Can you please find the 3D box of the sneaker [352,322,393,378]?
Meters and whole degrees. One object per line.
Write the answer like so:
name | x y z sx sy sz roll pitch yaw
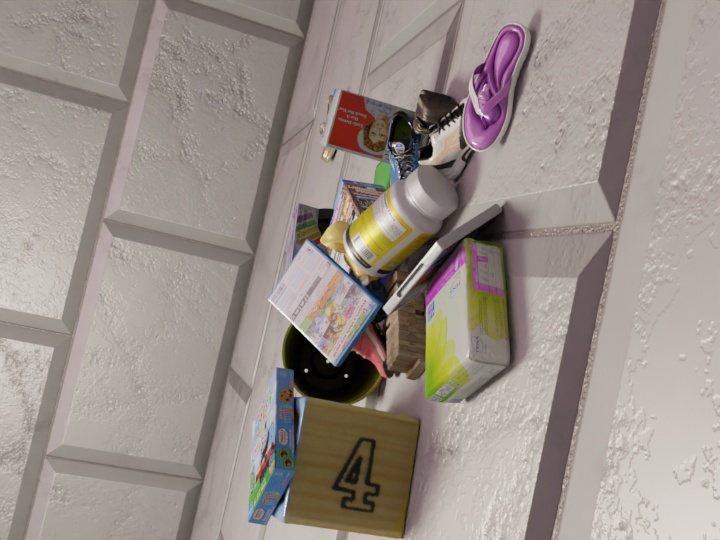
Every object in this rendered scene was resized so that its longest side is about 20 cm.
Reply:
sneaker | -0.009 0.122 1.428 0.200 0.087 0.074 58 -173 13

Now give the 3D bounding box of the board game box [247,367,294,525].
board game box | -0.144 0.283 1.253 0.200 0.036 0.152 -95 24 -50

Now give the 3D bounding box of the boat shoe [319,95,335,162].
boat shoe | -0.094 -0.428 2.332 0.072 0.065 0.201 -146 70 -73

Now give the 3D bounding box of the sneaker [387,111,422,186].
sneaker | 0.080 -0.205 1.446 0.089 0.078 0.201 30 -129 -67

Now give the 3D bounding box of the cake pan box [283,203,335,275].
cake pan box | -0.071 -0.042 1.725 0.052 0.184 0.201 135 146 -53

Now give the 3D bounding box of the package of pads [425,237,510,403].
package of pads | 0.149 0.071 1.095 0.155 0.068 0.201 125 153 -54

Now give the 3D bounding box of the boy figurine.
boy figurine | 0.000 0.000 1.436 0.064 0.200 0.124 -35 11 6

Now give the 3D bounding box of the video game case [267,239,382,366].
video game case | -0.068 0.057 1.410 0.200 0.018 0.143 41 104 27

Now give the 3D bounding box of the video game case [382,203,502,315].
video game case | 0.122 -0.014 1.175 0.017 0.143 0.200 50 144 11

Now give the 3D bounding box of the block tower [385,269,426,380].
block tower | 0.078 0.088 1.343 0.054 0.058 0.200 121 156 -46

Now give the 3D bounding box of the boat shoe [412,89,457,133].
boat shoe | 0.134 -0.280 1.404 0.200 0.074 0.074 -67 -9 -70

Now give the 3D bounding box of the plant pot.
plant pot | -0.059 0.175 1.538 0.193 0.200 0.201 119 161 -76

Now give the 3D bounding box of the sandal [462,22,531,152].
sandal | 0.199 -0.286 1.188 0.082 0.050 0.203 19 96 37

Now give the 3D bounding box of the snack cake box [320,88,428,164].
snack cake box | 0.032 -0.279 1.537 0.067 0.199 0.115 -129 55 -71

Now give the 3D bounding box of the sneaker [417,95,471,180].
sneaker | 0.161 -0.236 1.285 0.074 0.080 0.200 -91 23 -47

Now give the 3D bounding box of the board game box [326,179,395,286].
board game box | 0.008 -0.070 1.584 0.200 0.097 0.160 -114 35 -57

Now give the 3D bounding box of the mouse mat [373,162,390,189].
mouse mat | 0.049 -0.163 1.688 0.161 0.008 0.201 146 133 -67

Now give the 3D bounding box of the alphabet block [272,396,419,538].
alphabet block | -0.038 0.323 1.288 0.195 0.199 0.197 158 124 -70

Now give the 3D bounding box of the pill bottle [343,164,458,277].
pill bottle | 0.070 -0.086 1.346 0.200 0.114 0.115 -41 35 35
